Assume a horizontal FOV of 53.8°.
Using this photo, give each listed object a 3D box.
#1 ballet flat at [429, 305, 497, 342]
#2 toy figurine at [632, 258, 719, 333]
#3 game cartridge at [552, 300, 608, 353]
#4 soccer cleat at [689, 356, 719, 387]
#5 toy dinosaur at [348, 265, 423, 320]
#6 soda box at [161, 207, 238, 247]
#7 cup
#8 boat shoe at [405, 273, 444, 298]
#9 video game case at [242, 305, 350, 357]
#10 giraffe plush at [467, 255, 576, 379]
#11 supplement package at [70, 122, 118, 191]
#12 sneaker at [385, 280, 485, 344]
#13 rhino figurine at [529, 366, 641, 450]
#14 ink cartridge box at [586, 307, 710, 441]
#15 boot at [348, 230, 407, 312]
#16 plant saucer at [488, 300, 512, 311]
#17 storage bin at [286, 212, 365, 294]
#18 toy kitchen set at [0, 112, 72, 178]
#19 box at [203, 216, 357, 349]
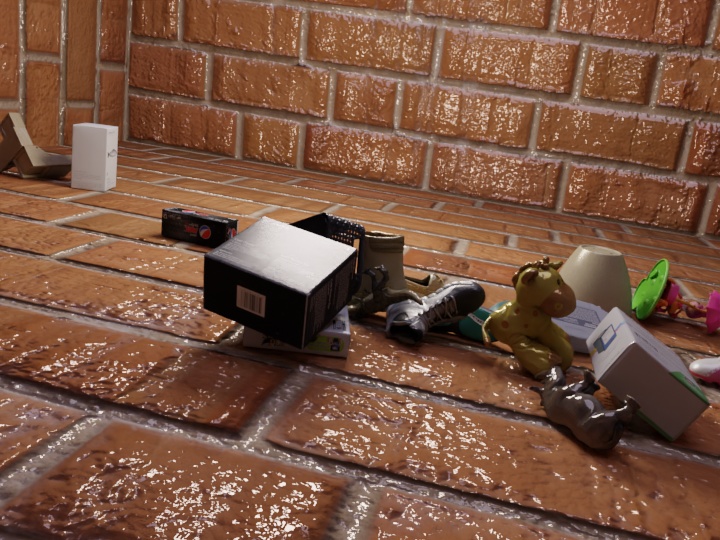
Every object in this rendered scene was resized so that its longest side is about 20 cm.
[{"bbox_3d":[0.191,0.091,1.387,0.195,0.070,0.068,12,6,15],"label":"ballet flat"},{"bbox_3d":[0.762,0.084,1.680,0.181,0.153,0.200,23,-9,6],"label":"toy figurine"},{"bbox_3d":[0.412,0.103,1.409,0.195,0.042,0.134,14,30,-9],"label":"game cartridge"},{"bbox_3d":[0.709,0.170,1.312,0.195,0.089,0.070,7,14,-2],"label":"soccer cleat"},{"bbox_3d":[0.035,0.038,1.336,0.197,0.090,0.047,-16,1,43],"label":"toy dinosaur"},{"bbox_3d":[-0.412,-0.110,1.820,0.196,0.073,0.063,13,16,19],"label":"soda box"},{"bbox_3d":[0.561,0.021,1.698,0.195,0.147,0.201,8,14,-2],"label":"cup"},{"bbox_3d":[0.152,0.041,1.550,0.195,0.068,0.074,5,14,-13],"label":"boat shoe"},{"bbox_3d":[-0.110,0.090,1.262,0.177,0.047,0.200,8,14,-5],"label":"video game case"},{"bbox_3d":[0.310,0.064,1.246,0.197,0.164,0.173,27,26,1],"label":"giraffe plush"},{"bbox_3d":[-0.870,-0.373,2.326,0.114,0.205,0.117,7,14,-3],"label":"supplement package"},{"bbox_3d":[0.134,0.089,1.300,0.196,0.076,0.116,-18,18,18],"label":"sneaker"},{"bbox_3d":[0.314,0.191,1.035,0.060,0.088,0.200,45,-5,-28],"label":"rhino figurine"},{"bbox_3d":[0.445,0.156,1.122,0.144,0.088,0.200,38,19,2],"label":"ink cartridge box"},{"bbox_3d":[0.000,0.000,1.417,0.195,0.160,0.073,1,14,22],"label":"boot"},{"bbox_3d":[0.353,0.102,1.490,0.195,0.037,0.200,8,14,-2],"label":"plant saucer"},{"bbox_3d":[-0.088,-0.021,1.376,0.092,0.139,0.198,14,-16,-35],"label":"storage bin"},{"bbox_3d":[-1.118,-0.399,2.408,0.162,0.203,0.179,-32,-8,29],"label":"toy kitchen set"},{"bbox_3d":[-0.131,0.014,1.185,0.196,0.106,0.182,20,32,19],"label":"box"}]
